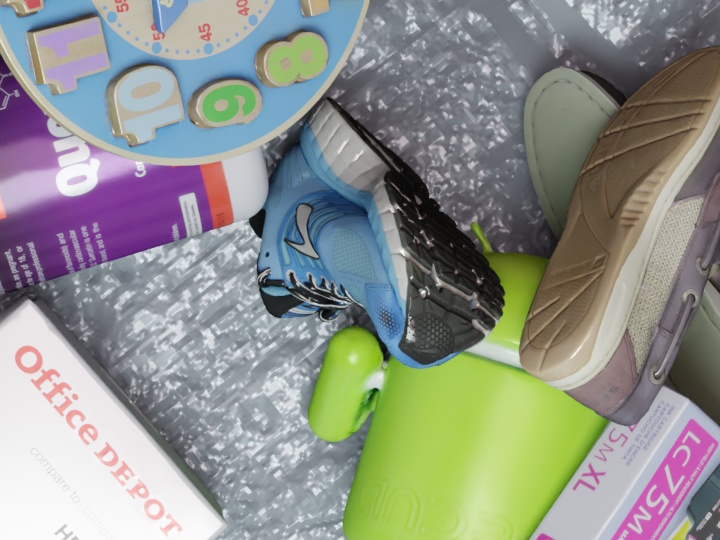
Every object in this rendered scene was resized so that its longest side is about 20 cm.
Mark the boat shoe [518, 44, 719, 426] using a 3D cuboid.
[{"bbox_3d":[0.136,-0.016,1.244,0.065,0.072,0.200,45,53,-26],"label":"boat shoe"}]

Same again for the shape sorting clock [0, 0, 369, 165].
[{"bbox_3d":[-0.076,-0.145,1.180,0.200,0.039,0.200,-5,100,-28],"label":"shape sorting clock"}]

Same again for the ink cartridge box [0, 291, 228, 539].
[{"bbox_3d":[-0.183,0.129,1.274,0.200,0.086,0.146,-42,94,-3],"label":"ink cartridge box"}]

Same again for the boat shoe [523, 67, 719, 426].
[{"bbox_3d":[0.150,-0.012,1.324,0.061,0.072,0.201,-20,78,-48],"label":"boat shoe"}]

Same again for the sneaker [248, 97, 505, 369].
[{"bbox_3d":[0.000,0.000,1.253,0.078,0.200,0.090,39,99,-27],"label":"sneaker"}]

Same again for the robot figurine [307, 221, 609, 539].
[{"bbox_3d":[0.062,0.082,1.285,0.175,0.116,0.200,17,88,-1],"label":"robot figurine"}]

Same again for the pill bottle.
[{"bbox_3d":[-0.150,-0.052,1.264,0.200,0.112,0.113,-18,92,-6],"label":"pill bottle"}]

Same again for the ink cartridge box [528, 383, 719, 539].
[{"bbox_3d":[0.159,0.146,1.280,0.119,0.042,0.200,-55,135,-6],"label":"ink cartridge box"}]
